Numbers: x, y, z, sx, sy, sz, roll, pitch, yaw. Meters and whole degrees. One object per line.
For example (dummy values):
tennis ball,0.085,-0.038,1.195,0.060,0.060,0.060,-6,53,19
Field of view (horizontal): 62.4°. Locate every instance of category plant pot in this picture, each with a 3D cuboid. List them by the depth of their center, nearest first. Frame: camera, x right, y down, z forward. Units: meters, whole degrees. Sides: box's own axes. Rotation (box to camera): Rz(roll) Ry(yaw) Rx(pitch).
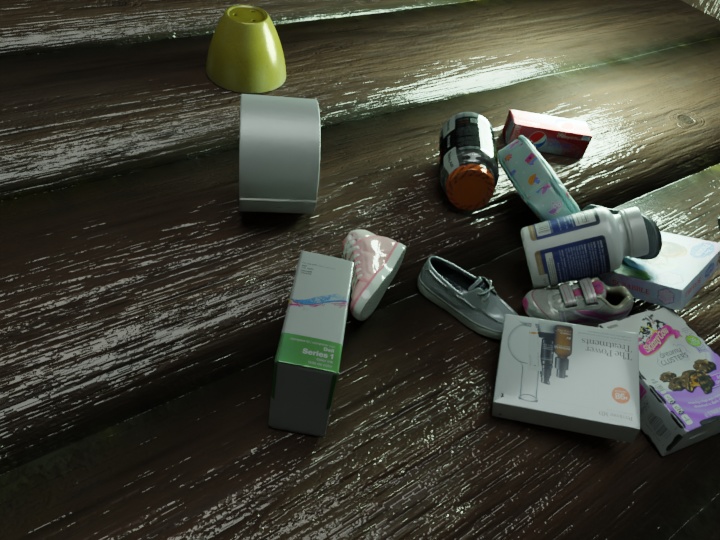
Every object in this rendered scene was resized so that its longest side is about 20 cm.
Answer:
plant pot,-0.270,-0.538,1.413,0.194,0.144,0.203,7,45,-6

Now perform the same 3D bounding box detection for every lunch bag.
lunch bag,0.360,-0.167,1.189,0.159,0.077,0.203,32,29,-45

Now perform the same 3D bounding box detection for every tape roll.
tape roll,-0.149,-0.207,1.069,0.135,0.206,0.206,0,45,-11

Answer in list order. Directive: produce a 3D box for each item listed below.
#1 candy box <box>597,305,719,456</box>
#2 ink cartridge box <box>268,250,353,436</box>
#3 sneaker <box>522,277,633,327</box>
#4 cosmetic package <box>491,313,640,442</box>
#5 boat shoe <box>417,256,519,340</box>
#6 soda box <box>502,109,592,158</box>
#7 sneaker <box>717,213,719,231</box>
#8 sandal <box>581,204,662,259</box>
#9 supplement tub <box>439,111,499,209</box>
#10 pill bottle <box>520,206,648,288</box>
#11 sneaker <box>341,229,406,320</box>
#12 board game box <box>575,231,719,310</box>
candy box,0.480,0.164,0.934,0.164,0.073,0.202,-11,49,-22
ink cartridge box,-0.066,0.097,0.824,0.082,0.147,0.203,10,43,-3
sneaker,0.373,0.050,1.010,0.194,0.089,0.083,2,44,-10
cosmetic package,0.300,0.153,0.871,0.195,0.052,0.153,7,56,15
boat shoe,0.185,0.043,0.988,0.198,0.073,0.070,30,47,17
soda box,0.445,-0.327,1.421,0.194,0.064,0.071,8,44,-6
sneaker,0.832,-0.068,1.252,0.109,0.074,0.202,-2,38,-10
sandal,0.490,-0.079,1.109,0.042,0.078,0.200,10,19,-22
supplement tub,0.222,-0.226,1.227,0.119,0.124,0.203,10,44,-2
pill bottle,0.387,-0.044,1.036,0.195,0.112,0.113,-14,41,17
sneaker,0.000,0.000,0.986,0.103,0.076,0.201,26,38,7
board game box,0.527,-0.014,1.090,0.198,0.042,0.197,-30,33,-34
